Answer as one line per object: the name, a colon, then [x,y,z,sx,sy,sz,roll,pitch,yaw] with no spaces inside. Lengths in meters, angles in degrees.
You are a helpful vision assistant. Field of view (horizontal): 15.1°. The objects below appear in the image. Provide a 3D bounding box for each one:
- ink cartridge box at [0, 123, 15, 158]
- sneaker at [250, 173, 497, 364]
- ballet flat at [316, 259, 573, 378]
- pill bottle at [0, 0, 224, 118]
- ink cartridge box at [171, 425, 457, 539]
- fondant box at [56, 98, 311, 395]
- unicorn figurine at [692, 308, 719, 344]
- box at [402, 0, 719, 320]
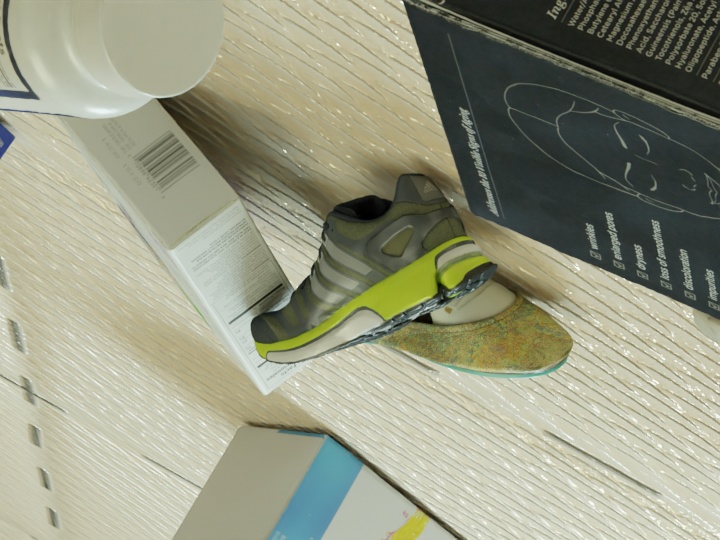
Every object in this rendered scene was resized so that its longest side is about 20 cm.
ink cartridge box: [-0.342,-0.111,1.984,0.094,0.044,0.200,44,159,-30]
sneaker: [0.000,0.000,1.642,0.200,0.074,0.081,-27,82,44]
ballet flat: [0.044,0.021,1.697,0.200,0.071,0.071,11,153,43]
pill bottle: [-0.167,-0.142,1.516,0.200,0.111,0.111,9,151,50]
ink cartridge box: [-0.030,0.246,2.259,0.200,0.146,0.147,40,161,-25]
fondant box: [-0.106,-0.025,1.733,0.144,0.058,0.200,49,172,33]
unicorn figurine: [0.242,0.050,1.455,0.200,0.074,0.137,46,171,0]
box: [0.143,-0.079,1.167,0.196,0.124,0.200,23,161,20]
